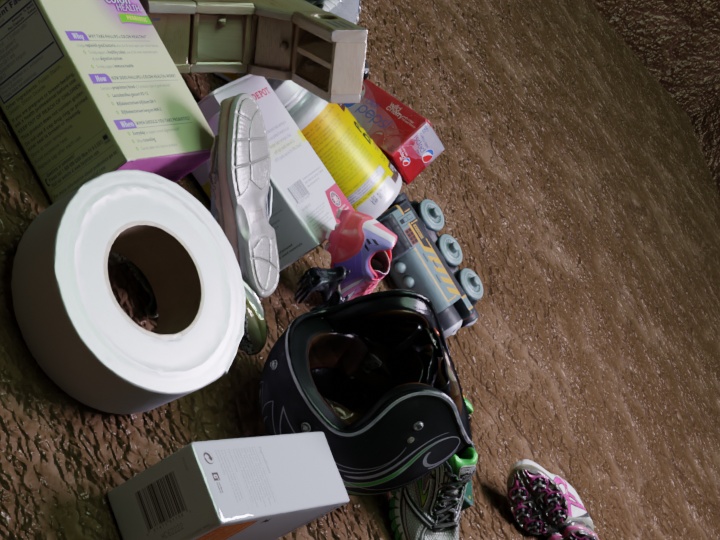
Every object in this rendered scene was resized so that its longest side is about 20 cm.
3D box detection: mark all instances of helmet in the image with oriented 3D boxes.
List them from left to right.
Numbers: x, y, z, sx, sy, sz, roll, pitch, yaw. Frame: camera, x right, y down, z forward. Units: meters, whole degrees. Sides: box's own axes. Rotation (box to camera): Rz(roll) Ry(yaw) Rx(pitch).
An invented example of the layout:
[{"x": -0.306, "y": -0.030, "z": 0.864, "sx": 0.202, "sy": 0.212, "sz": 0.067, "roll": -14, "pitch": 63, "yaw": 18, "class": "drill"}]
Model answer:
[{"x": 0.000, "y": 0.126, "z": 1.334, "sx": 0.200, "sy": 0.189, "sz": 0.201, "roll": -18, "pitch": 90, "yaw": -83, "class": "helmet"}]

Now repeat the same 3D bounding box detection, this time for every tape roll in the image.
[{"x": -0.195, "y": 0.019, "z": 1.167, "sx": 0.202, "sy": 0.071, "sz": 0.204, "roll": 24, "pitch": 55, "yaw": -38, "class": "tape roll"}]

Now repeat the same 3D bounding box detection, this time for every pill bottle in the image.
[{"x": -0.047, "y": -0.149, "z": 1.652, "sx": 0.200, "sy": 0.109, "sz": 0.109, "roll": 50, "pitch": 26, "yaw": -19, "class": "pill bottle"}]

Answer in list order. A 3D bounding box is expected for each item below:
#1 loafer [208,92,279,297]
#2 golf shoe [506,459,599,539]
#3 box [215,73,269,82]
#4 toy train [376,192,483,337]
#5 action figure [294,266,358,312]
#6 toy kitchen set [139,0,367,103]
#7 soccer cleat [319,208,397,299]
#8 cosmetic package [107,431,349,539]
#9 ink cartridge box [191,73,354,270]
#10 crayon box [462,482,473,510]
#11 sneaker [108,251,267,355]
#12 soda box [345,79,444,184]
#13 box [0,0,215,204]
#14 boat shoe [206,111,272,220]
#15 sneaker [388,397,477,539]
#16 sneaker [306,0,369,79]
[{"x": -0.126, "y": -0.072, "z": 1.338, "sx": 0.072, "sy": 0.062, "sz": 0.202, "roll": -17, "pitch": 103, "yaw": -61, "class": "loafer"}, {"x": 0.236, "y": 0.294, "z": 1.729, "sx": 0.200, "sy": 0.072, "sz": 0.092, "roll": 52, "pitch": 17, "yaw": -38, "class": "golf shoe"}, {"x": -0.122, "y": -0.292, "z": 1.686, "sx": 0.200, "sy": 0.101, "sz": 0.113, "roll": 24, "pitch": 41, "yaw": -51, "class": "box"}, {"x": 0.082, "y": -0.005, "z": 1.774, "sx": 0.201, "sy": 0.085, "sz": 0.114, "roll": 60, "pitch": 37, "yaw": -2, "class": "toy train"}, {"x": -0.002, "y": 0.075, "z": 1.496, "sx": 0.200, "sy": 0.102, "sz": 0.119, "roll": 40, "pitch": 25, "yaw": -43, "class": "action figure"}, {"x": -0.118, "y": -0.279, "z": 1.443, "sx": 0.199, "sy": 0.164, "sz": 0.180, "roll": -5, "pitch": 23, "yaw": -28, "class": "toy kitchen set"}, {"x": 0.000, "y": 0.000, "z": 1.520, "sx": 0.076, "sy": 0.200, "sz": 0.067, "roll": 23, "pitch": 64, "yaw": 11, "class": "soccer cleat"}, {"x": -0.108, "y": 0.193, "z": 1.159, "sx": 0.200, "sy": 0.101, "sz": 0.072, "roll": 5, "pitch": 57, "yaw": -59, "class": "cosmetic package"}, {"x": -0.110, "y": -0.109, "z": 1.520, "sx": 0.201, "sy": 0.083, "sz": 0.145, "roll": 56, "pitch": 24, "yaw": -5, "class": "ink cartridge box"}, {"x": 0.071, "y": 0.173, "z": 1.575, "sx": 0.126, "sy": 0.051, "sz": 0.201, "roll": 43, "pitch": 28, "yaw": -31, "class": "crayon box"}, {"x": -0.172, "y": 0.023, "z": 1.303, "sx": 0.200, "sy": 0.077, "sz": 0.089, "roll": 49, "pitch": 57, "yaw": -23, "class": "sneaker"}, {"x": 0.015, "y": -0.193, "z": 1.749, "sx": 0.200, "sy": 0.070, "sz": 0.064, "roll": 39, "pitch": -12, "yaw": 41, "class": "soda box"}, {"x": -0.256, "y": -0.173, "z": 1.305, "sx": 0.201, "sy": 0.096, "sz": 0.176, "roll": 61, "pitch": 25, "yaw": 4, "class": "box"}, {"x": -0.123, "y": -0.064, "z": 1.409, "sx": 0.068, "sy": 0.071, "sz": 0.202, "roll": -2, "pitch": 86, "yaw": -69, "class": "boat shoe"}, {"x": 0.081, "y": 0.223, "z": 1.432, "sx": 0.078, "sy": 0.085, "sz": 0.202, "roll": -5, "pitch": 96, "yaw": -37, "class": "sneaker"}, {"x": -0.025, "y": -0.290, "z": 1.671, "sx": 0.116, "sy": 0.075, "sz": 0.200, "roll": 55, "pitch": 35, "yaw": -21, "class": "sneaker"}]
